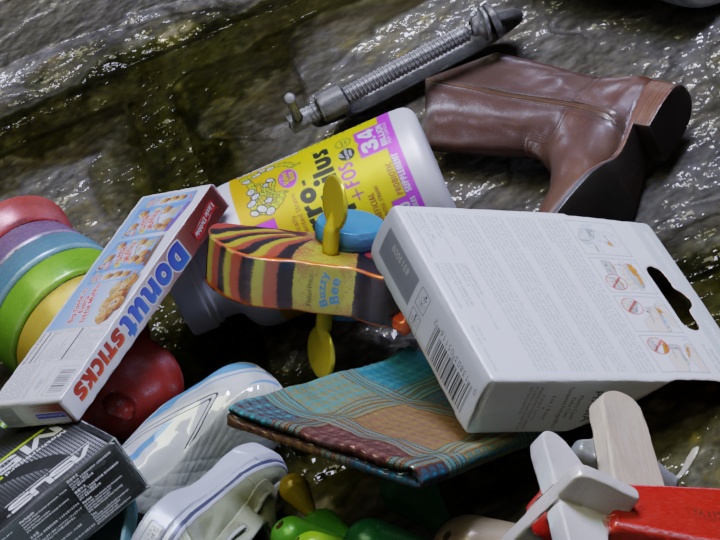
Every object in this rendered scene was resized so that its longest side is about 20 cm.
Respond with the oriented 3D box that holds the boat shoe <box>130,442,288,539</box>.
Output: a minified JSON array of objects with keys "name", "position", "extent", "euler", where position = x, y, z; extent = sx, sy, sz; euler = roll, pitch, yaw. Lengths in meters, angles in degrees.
[{"name":"boat shoe","position":[-0.081,0.160,1.521],"extent":[0.062,0.072,0.200],"euler":[33,18,10]}]

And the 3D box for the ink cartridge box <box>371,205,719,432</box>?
[{"name":"ink cartridge box","position":[0.124,0.030,1.549],"extent":[0.199,0.047,0.160],"euler":[3,39,-31]}]

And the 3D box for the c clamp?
[{"name":"c clamp","position":[0.034,-0.143,1.791],"extent":[0.199,0.027,0.171],"euler":[-28,-5,-7]}]

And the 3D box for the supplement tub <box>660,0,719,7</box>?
[{"name":"supplement tub","position":[0.188,-0.270,1.837],"extent":[0.200,0.123,0.123],"euler":[20,58,41]}]

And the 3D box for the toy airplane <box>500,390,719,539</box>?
[{"name":"toy airplane","position":[0.166,0.165,1.369],"extent":[0.199,0.141,0.200],"euler":[35,42,19]}]

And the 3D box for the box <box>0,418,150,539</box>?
[{"name":"box","position":[-0.246,0.166,1.559],"extent":[0.200,0.048,0.193],"euler":[-39,16,-14]}]

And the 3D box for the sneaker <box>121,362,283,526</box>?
[{"name":"sneaker","position":[-0.133,0.133,1.624],"extent":[0.200,0.072,0.072],"euler":[-36,25,-11]}]

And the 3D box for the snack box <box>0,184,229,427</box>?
[{"name":"snack box","position":[-0.162,0.021,1.629],"extent":[0.072,0.024,0.200],"euler":[-9,38,44]}]

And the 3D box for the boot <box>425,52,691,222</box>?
[{"name":"boot","position":[0.104,-0.078,1.725],"extent":[0.200,0.064,0.186],"euler":[15,49,39]}]

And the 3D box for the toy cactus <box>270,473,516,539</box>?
[{"name":"toy cactus","position":[0.028,0.175,1.487],"extent":[0.164,0.103,0.200],"euler":[2,38,2]}]

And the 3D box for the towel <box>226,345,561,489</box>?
[{"name":"towel","position":[0.032,0.086,1.519],"extent":[0.146,0.022,0.200],"euler":[15,16,31]}]

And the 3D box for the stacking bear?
[{"name":"stacking bear","position":[-0.194,0.046,1.713],"extent":[0.200,0.121,0.114],"euler":[43,112,36]}]

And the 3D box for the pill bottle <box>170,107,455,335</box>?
[{"name":"pill bottle","position":[-0.036,-0.028,1.711],"extent":[0.199,0.104,0.104],"euler":[-24,40,3]}]

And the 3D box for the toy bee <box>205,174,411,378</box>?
[{"name":"toy bee","position":[0.000,0.000,1.612],"extent":[0.199,0.131,0.109],"euler":[-17,22,1]}]

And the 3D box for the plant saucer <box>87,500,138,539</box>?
[{"name":"plant saucer","position":[-0.165,0.212,1.474],"extent":[0.070,0.019,0.200],"euler":[-32,29,22]}]
